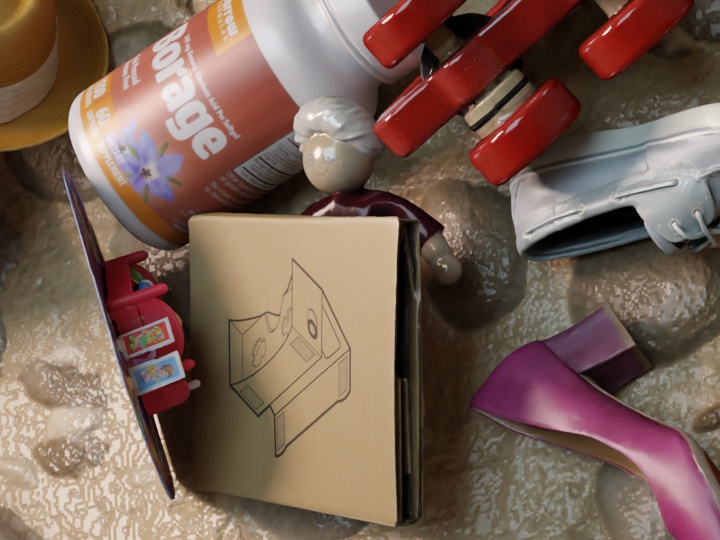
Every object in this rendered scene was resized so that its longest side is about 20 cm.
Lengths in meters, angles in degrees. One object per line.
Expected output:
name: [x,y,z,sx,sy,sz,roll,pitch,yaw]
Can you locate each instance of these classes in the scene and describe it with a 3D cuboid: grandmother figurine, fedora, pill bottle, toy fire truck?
grandmother figurine: [0.000,0.000,1.514,0.121,0.061,0.200,-10,89,19]
fedora: [-0.244,-0.163,1.675,0.201,0.200,0.082,58,147,32]
pill bottle: [-0.064,-0.106,1.588,0.200,0.112,0.112,-32,60,18]
toy fire truck: [0.093,-0.141,1.491,0.200,0.168,0.112,-43,93,12]

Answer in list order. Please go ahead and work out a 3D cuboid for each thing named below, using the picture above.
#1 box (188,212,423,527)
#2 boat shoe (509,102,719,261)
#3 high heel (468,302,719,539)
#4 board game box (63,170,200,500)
box: [-0.033,0.050,1.500,0.200,0.021,0.164,4,95,54]
boat shoe: [0.170,-0.041,1.456,0.201,0.070,0.072,-10,69,35]
high heel: [0.134,0.110,1.421,0.096,0.067,0.200,-34,44,6]
board game box: [-0.122,0.033,1.564,0.039,0.158,0.200,-18,61,-2]
